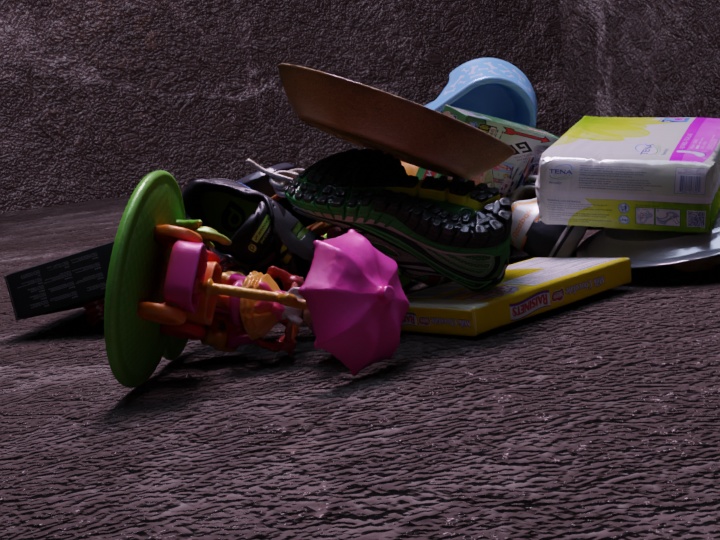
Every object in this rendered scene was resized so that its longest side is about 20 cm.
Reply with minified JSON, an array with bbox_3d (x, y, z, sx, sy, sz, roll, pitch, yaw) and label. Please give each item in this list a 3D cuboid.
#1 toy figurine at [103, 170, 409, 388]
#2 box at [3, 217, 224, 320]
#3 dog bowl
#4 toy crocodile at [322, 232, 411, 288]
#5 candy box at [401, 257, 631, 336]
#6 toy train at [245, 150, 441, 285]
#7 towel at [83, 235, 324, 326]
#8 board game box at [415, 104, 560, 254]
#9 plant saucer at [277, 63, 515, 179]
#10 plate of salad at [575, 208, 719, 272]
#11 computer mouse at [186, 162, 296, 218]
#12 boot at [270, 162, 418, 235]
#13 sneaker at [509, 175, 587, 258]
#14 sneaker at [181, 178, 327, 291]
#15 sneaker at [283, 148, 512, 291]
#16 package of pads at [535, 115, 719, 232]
[{"bbox_3d":[-0.058,0.025,0.846,0.184,0.151,0.200,8,-15,7],"label":"toy figurine"},{"bbox_3d":[-0.203,-0.007,1.135,0.200,0.044,0.160,-16,0,13],"label":"box"},{"bbox_3d":[0.095,-0.133,1.255,0.200,0.112,0.050,-34,19,9],"label":"dog bowl"},{"bbox_3d":[0.000,0.000,1.097,0.067,0.062,0.200,37,20,13],"label":"toy crocodile"},{"bbox_3d":[0.119,0.018,0.975,0.200,0.026,0.102,-15,13,-42],"label":"candy box"},{"bbox_3d":[0.008,-0.053,1.047,0.200,0.085,0.116,23,-1,15],"label":"toy train"},{"bbox_3d":[-0.140,0.009,1.106,0.200,0.023,0.145,-16,0,37],"label":"towel"},{"bbox_3d":[0.115,-0.081,1.170,0.029,0.135,0.200,30,16,31],"label":"board game box"},{"bbox_3d":[0.023,-0.112,0.963,0.200,0.036,0.200,20,3,-1],"label":"plant saucer"},{"bbox_3d":[0.294,-0.028,1.088,0.200,0.048,0.200,-15,13,4],"label":"plate of salad"},{"bbox_3d":[-0.138,-0.050,1.256,0.200,0.053,0.138,-25,-4,34],"label":"computer mouse"},{"bbox_3d":[0.012,-0.068,1.166,0.201,0.071,0.144,-14,0,13],"label":"boot"},{"bbox_3d":[0.188,-0.059,1.201,0.079,0.079,0.200,30,16,8],"label":"sneaker"},{"bbox_3d":[-0.062,-0.011,0.942,0.199,0.071,0.083,33,6,22],"label":"sneaker"},{"bbox_3d":[0.024,-0.033,0.940,0.200,0.085,0.078,22,47,30],"label":"sneaker"},{"bbox_3d":[0.251,-0.093,1.100,0.154,0.068,0.200,4,19,21],"label":"package of pads"}]
